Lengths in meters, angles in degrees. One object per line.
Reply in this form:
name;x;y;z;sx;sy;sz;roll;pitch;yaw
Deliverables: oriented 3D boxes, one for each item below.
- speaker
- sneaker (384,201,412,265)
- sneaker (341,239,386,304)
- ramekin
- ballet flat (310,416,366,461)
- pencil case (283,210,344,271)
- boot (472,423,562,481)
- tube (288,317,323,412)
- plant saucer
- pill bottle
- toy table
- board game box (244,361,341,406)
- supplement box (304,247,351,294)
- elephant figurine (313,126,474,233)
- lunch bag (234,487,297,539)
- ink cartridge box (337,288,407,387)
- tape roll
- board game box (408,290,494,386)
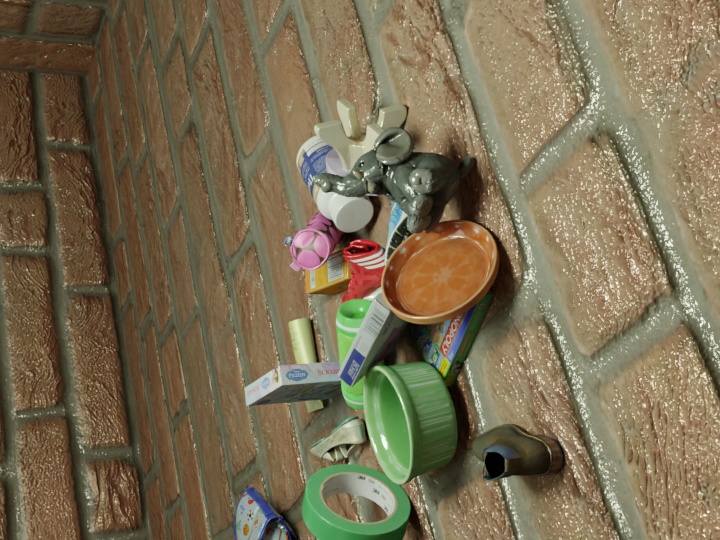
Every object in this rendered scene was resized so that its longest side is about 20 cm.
speaker;0.000;0.160;1.764;0.088;0.087;0.204;43;143;53
sneaker;0.087;-0.093;1.656;0.090;0.077;0.204;-145;70;-70
sneaker;0.000;0.000;1.752;0.199;0.115;0.079;-34;19;46
ramekin;0.086;0.254;1.602;0.199;0.096;0.205;170;90;-69
ballet flat;-0.047;0.361;1.925;0.200;0.066;0.063;-47;61;53
pencil case;-0.086;-0.061;1.854;0.095;0.090;0.200;-57;-1;17
boot;0.205;0.274;1.410;0.199;0.095;0.077;-13;80;61
tube;-0.118;0.209;2.070;0.058;0.051;0.205;31;-133;-76
plant saucer;0.128;0.004;1.488;0.201;0.199;0.033;50;175;49
pill bottle;-0.048;-0.171;1.853;0.202;0.109;0.112;61;141;41
toy table;0.002;-0.230;1.712;0.199;0.181;0.119;33;136;44
board game box;-0.111;0.229;1.896;0.199;0.196;0.042;-36;60;56
supplement box;-0.045;0.004;1.905;0.199;0.065;0.071;-15;75;60
elephant figurine;0.052;-0.160;1.527;0.198;0.154;0.144;32;110;26
lunch bag;-0.226;0.637;2.212;0.169;0.121;0.205;23;118;60
ink cartridge box;0.057;0.084;1.625;0.043;0.199;0.198;37;132;16
tape roll;-0.008;0.434;1.709;0.200;0.196;0.049;46;129;51
board game box;0.150;0.075;1.579;0.135;0.029;0.203;59;140;44
